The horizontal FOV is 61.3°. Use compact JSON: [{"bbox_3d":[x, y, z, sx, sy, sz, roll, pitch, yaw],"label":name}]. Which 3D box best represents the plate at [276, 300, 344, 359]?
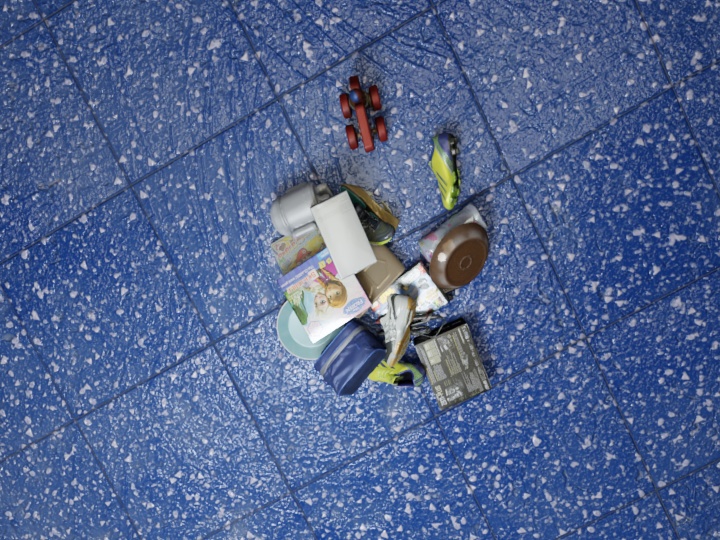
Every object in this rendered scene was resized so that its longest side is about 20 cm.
[{"bbox_3d":[-0.143,0.156,1.743,0.193,0.026,0.207,0,104,-2],"label":"plate"}]

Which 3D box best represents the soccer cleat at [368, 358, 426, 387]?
[{"bbox_3d":[0.090,0.291,1.703,0.196,0.083,0.067,-5,107,37],"label":"soccer cleat"}]

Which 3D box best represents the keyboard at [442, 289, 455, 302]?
[{"bbox_3d":[0.223,0.052,1.723,0.196,0.040,0.106,-25,95,6],"label":"keyboard"}]

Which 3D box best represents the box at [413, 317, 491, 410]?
[{"bbox_3d":[0.259,0.263,1.722,0.160,0.086,0.205,-23,95,5],"label":"box"}]

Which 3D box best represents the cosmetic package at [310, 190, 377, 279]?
[{"bbox_3d":[-0.044,-0.093,1.578,0.110,0.081,0.205,-23,98,-2],"label":"cosmetic package"}]

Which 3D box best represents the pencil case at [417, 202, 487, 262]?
[{"bbox_3d":[0.251,-0.101,1.675,0.198,0.091,0.084,-36,111,6],"label":"pencil case"}]

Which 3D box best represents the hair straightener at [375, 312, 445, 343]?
[{"bbox_3d":[0.142,0.160,1.691,0.194,0.041,0.079,-9,103,10],"label":"hair straightener"}]

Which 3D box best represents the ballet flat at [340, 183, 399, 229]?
[{"bbox_3d":[0.029,-0.182,1.699,0.200,0.068,0.063,45,68,-6],"label":"ballet flat"}]

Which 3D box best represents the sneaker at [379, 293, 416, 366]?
[{"bbox_3d":[0.090,0.157,1.650,0.086,0.075,0.206,21,107,24],"label":"sneaker"}]

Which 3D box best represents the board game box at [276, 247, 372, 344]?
[{"bbox_3d":[-0.097,0.060,1.655,0.197,0.041,0.203,-32,91,5],"label":"board game box"}]

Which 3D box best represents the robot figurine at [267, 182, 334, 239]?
[{"bbox_3d":[-0.165,-0.167,1.669,0.195,0.113,0.173,-23,53,11],"label":"robot figurine"}]

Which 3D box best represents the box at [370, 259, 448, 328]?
[{"bbox_3d":[0.131,0.086,1.711,0.198,0.040,0.138,-36,95,18],"label":"box"}]

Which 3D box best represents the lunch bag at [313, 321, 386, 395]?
[{"bbox_3d":[-0.036,0.246,1.700,0.201,0.136,0.132,-48,67,6],"label":"lunch bag"}]

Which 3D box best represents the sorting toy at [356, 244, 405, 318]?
[{"bbox_3d":[0.000,0.000,1.706,0.200,0.036,0.185,-44,78,1],"label":"sorting toy"}]

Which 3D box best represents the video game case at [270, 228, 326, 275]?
[{"bbox_3d":[-0.134,-0.039,1.705,0.196,0.023,0.186,-28,76,6],"label":"video game case"}]

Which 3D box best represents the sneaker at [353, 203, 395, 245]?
[{"bbox_3d":[0.007,-0.132,1.643,0.196,0.082,0.075,22,62,29],"label":"sneaker"}]

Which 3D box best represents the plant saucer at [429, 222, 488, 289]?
[{"bbox_3d":[0.275,-0.029,1.636,0.196,0.037,0.205,-17,127,-23],"label":"plant saucer"}]

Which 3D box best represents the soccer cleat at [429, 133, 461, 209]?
[{"bbox_3d":[0.230,-0.273,1.674,0.081,0.064,0.207,1,101,28],"label":"soccer cleat"}]

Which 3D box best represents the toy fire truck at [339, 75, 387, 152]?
[{"bbox_3d":[0.006,-0.414,1.610,0.109,0.168,0.206,-12,96,3],"label":"toy fire truck"}]
